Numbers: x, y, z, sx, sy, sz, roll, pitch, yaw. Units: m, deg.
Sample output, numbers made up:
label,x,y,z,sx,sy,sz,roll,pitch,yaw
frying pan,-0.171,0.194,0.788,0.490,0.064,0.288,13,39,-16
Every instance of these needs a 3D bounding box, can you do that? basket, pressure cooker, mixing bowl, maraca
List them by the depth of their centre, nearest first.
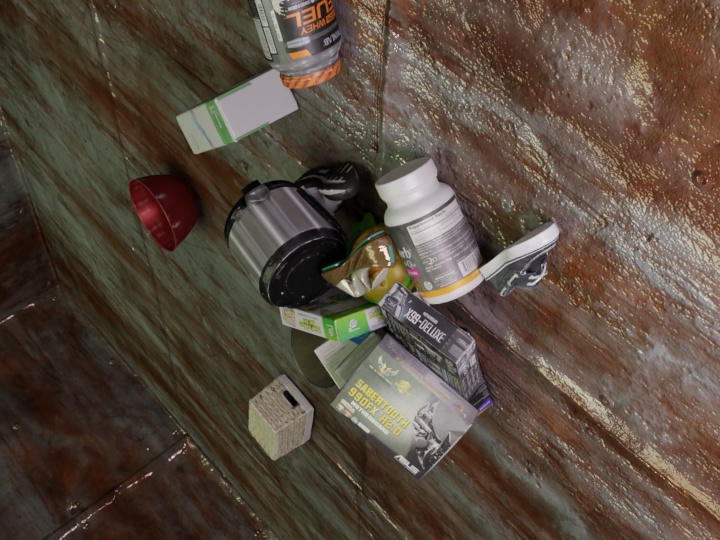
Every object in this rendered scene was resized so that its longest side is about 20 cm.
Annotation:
label,x,y,z,sx,sy,sz,roll,pitch,yaw
maraca,0.029,-0.021,1.566,0.106,0.138,0.200,21,-169,-40
pressure cooker,-0.139,-0.057,1.584,0.200,0.177,0.177,49,125,33
basket,-0.035,0.132,1.824,0.200,0.135,0.182,-24,74,58
mixing bowl,-0.469,-0.158,2.257,0.200,0.108,0.201,41,149,30
basket,-0.213,0.393,2.419,0.136,0.123,0.201,46,152,22

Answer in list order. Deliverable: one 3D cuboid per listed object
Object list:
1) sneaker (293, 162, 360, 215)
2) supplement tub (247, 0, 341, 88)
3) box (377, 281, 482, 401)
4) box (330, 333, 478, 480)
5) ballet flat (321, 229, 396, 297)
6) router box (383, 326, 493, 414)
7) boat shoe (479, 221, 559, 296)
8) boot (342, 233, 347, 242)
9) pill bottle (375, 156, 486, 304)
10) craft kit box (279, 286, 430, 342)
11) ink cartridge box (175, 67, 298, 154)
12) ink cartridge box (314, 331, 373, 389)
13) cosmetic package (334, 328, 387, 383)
label,x,y,z,sx,sy,sz,roll,pitch,yaw
sneaker,-0.047,-0.139,1.625,0.080,0.074,0.199,54,161,-20
supplement tub,-0.100,-0.384,1.368,0.122,0.122,0.202,23,139,48
box,0.114,0.118,1.460,0.157,0.050,0.200,36,166,25
box,0.070,0.226,1.509,0.200,0.048,0.159,40,122,4
ballet flat,0.000,0.000,1.462,0.200,0.067,0.073,-31,84,54
router box,0.136,0.163,1.653,0.199,0.052,0.158,15,132,53
boat shoe,0.231,-0.008,1.282,0.068,0.071,0.200,56,156,5
boot,-0.137,-0.046,1.768,0.199,0.155,0.073,22,145,39
pill bottle,0.105,-0.061,1.387,0.116,0.116,0.201,-2,118,60
craft kit box,-0.012,0.065,1.630,0.197,0.198,0.049,6,110,57
ink cartridge box,-0.227,-0.287,1.663,0.199,0.145,0.088,-3,117,60
ink cartridge box,0.018,0.193,1.678,0.201,0.116,0.067,55,-178,-1
cosmetic package,0.061,0.207,1.599,0.200,0.107,0.090,46,-172,3
